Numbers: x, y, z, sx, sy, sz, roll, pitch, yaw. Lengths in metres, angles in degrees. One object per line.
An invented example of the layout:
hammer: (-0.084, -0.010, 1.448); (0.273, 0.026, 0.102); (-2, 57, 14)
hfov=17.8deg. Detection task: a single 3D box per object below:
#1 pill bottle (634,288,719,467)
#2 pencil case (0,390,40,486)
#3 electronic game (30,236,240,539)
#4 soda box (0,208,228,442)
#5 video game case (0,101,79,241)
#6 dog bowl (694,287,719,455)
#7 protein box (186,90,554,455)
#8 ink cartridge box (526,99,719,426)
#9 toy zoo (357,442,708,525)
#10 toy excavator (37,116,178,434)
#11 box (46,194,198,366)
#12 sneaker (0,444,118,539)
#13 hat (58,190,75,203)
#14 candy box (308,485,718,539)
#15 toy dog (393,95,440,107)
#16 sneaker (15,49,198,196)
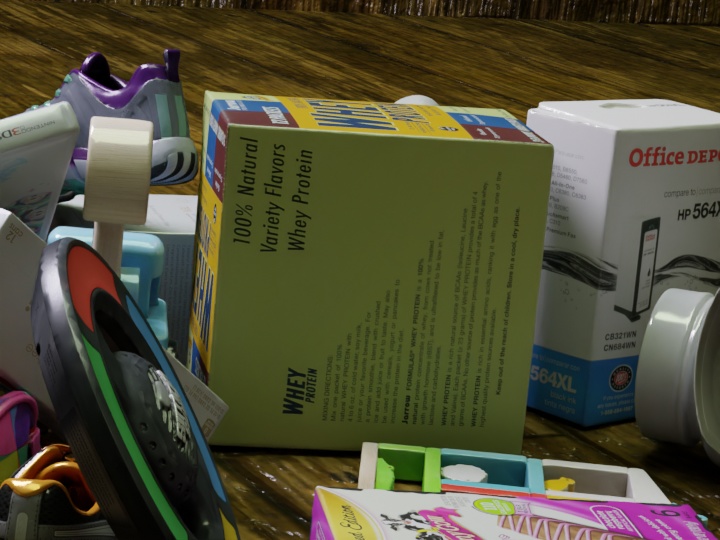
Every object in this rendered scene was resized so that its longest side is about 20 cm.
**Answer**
pill bottle: (0.277, 0.077, 1.417); (0.199, 0.115, 0.114); (11, 14, 23)
pencil case: (-0.262, 0.084, 1.216); (0.199, 0.089, 0.088); (14, 15, 25)
electronic game: (-0.103, 0.076, 1.108); (0.041, 0.201, 0.200); (-25, 12, 5)
soda box: (-0.160, 0.044, 1.234); (0.063, 0.068, 0.200); (19, -20, 45)
video game case: (-0.253, -0.020, 1.267); (0.181, 0.024, 0.200); (-19, -16, -21)
dog bowl: (0.294, 0.065, 1.319); (0.199, 0.201, 0.059); (11, -9, 23)
protein box: (0.000, 0.000, 1.434); (0.199, 0.200, 0.135); (3, 12, -11)
ink cartridge box: (0.178, -0.009, 1.549); (0.145, 0.201, 0.084); (-7, 18, -43)
toy zoo: (0.097, 0.134, 1.296); (0.199, 0.021, 0.131); (6, 13, 1)
toy excavator: (-0.152, 0.001, 1.348); (0.099, 0.201, 0.195); (3, 11, -6)
box: (-0.118, 0.007, 1.581); (0.199, 0.098, 0.124); (1, 13, -18)
sneaker: (-0.136, 0.119, 1.131); (0.078, 0.078, 0.200); (5, 11, 5)
hat: (-0.262, 0.014, 1.480); (0.199, 0.081, 0.201); (-21, 8, 3)
candy box: (0.080, 0.156, 1.102); (0.199, 0.061, 0.136); (3, 14, -10)
toy dog: (0.029, -0.009, 1.582); (0.096, 0.201, 0.132); (-20, -1, -27)
sneaker: (-0.190, -0.094, 1.501); (0.199, 0.088, 0.074); (-4, -3, 30)
